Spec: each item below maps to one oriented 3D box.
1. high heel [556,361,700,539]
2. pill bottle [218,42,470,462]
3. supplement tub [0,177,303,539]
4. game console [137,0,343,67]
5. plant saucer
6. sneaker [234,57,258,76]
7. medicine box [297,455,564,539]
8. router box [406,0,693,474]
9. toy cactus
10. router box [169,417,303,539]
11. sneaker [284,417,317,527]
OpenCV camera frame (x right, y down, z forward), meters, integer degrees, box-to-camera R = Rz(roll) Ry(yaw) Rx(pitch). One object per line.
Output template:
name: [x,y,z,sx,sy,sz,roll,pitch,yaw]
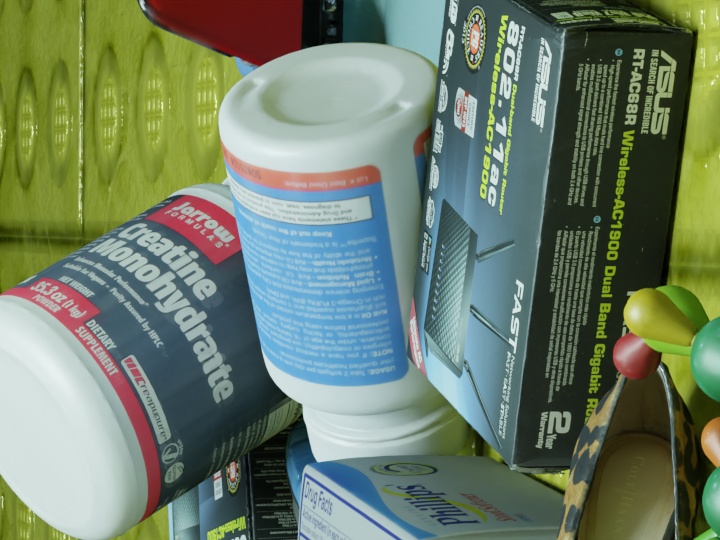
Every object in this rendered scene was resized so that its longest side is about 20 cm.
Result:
high heel: [0.099,0.126,1.113,0.200,0.071,0.143,-68,-19,-68]
pill bottle: [0.000,0.000,1.397,0.112,0.112,0.200,-120,18,-58]
supplement tub: [-0.100,0.040,1.523,0.140,0.200,0.140,35,142,33]
game console: [-0.069,-0.179,1.592,0.172,0.118,0.200,110,163,-63]
plant saucer: [0.028,-0.104,1.497,0.200,0.027,0.200,180,90,-73]
sneaker: [-0.082,-0.192,1.735,0.074,0.082,0.200,80,-179,-56]
medicine box: [0.041,0.199,1.322,0.182,0.103,0.200,-157,69,-72]
router box: [0.079,-0.028,1.266,0.150,0.062,0.200,-136,49,-65]
toy cactus: [0.142,0.066,1.039,0.165,0.102,0.200,121,155,-42]
router box: [-0.062,0.151,1.698,0.200,0.062,0.150,145,122,-69]
sneaker: [-0.004,0.159,1.522,0.083,0.071,0.200,113,150,-47]
